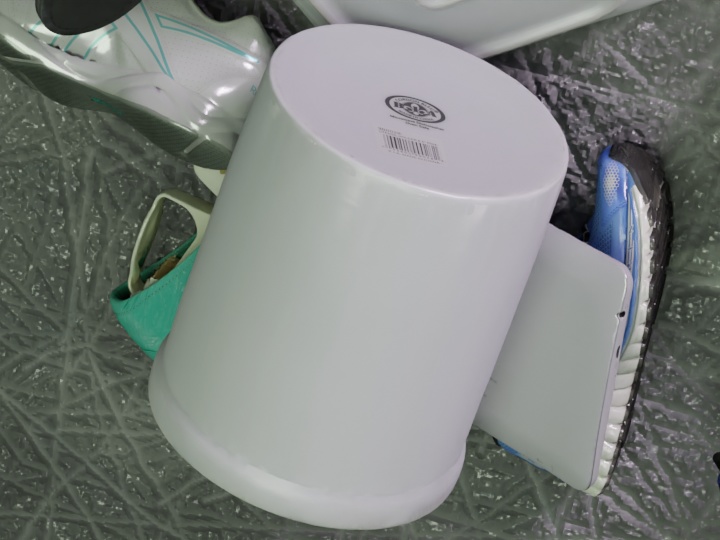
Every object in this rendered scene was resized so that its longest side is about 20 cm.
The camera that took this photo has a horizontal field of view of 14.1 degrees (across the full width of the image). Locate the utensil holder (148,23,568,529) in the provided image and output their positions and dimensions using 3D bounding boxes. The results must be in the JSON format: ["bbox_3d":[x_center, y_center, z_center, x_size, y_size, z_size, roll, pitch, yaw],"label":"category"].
[{"bbox_3d":[0.000,0.000,1.462,0.169,0.170,0.200,24,120,6],"label":"utensil holder"}]

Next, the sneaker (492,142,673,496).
[{"bbox_3d":[0.111,0.024,1.540,0.089,0.079,0.201,15,116,7],"label":"sneaker"}]

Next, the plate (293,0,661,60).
[{"bbox_3d":[0.043,-0.161,1.443,0.199,0.032,0.200,-16,143,25],"label":"plate"}]

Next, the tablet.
[{"bbox_3d":[0.060,0.019,1.534,0.200,0.014,0.131,30,122,38],"label":"tablet"}]

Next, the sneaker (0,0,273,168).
[{"bbox_3d":[-0.134,-0.126,1.555,0.200,0.070,0.080,25,77,20],"label":"sneaker"}]

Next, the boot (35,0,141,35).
[{"bbox_3d":[-0.152,-0.241,1.467,0.174,0.069,0.200,49,133,39],"label":"boot"}]

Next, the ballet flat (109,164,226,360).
[{"bbox_3d":[-0.074,-0.030,1.577,0.070,0.067,0.200,38,119,-6],"label":"ballet flat"}]

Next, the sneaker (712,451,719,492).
[{"bbox_3d":[0.250,0.103,1.487,0.115,0.081,0.200,-1,136,-28],"label":"sneaker"}]
